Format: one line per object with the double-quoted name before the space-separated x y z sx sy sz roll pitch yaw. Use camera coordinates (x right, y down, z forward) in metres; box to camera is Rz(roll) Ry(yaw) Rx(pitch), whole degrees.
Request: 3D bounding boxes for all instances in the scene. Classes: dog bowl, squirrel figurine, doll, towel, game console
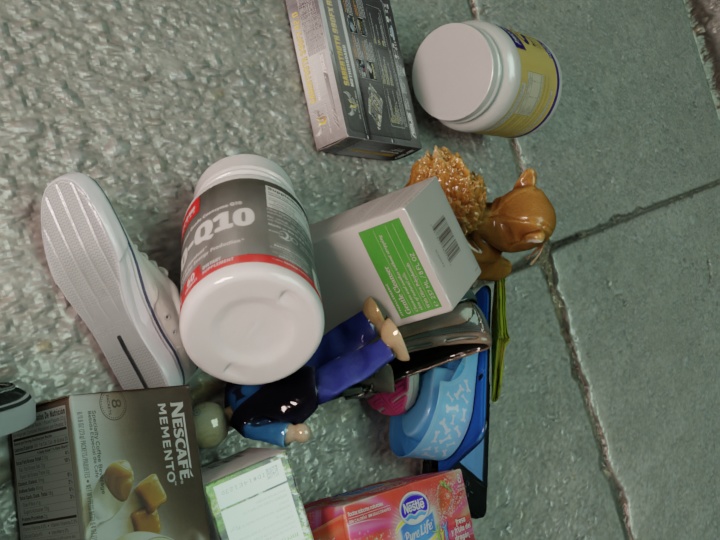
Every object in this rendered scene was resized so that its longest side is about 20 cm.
"dog bowl" 0.084 0.114 1.046 0.049 0.111 0.202 22 55 -17
"squirrel figurine" 0.124 -0.052 1.111 0.199 0.185 0.143 34 50 -44
"doll" -0.061 0.096 0.833 0.137 0.199 0.049 49 -15 54
"towel" 0.169 0.071 1.160 0.200 0.018 0.087 -73 165 -65
"game console" 0.139 0.153 1.098 0.171 0.117 0.202 43 40 -36

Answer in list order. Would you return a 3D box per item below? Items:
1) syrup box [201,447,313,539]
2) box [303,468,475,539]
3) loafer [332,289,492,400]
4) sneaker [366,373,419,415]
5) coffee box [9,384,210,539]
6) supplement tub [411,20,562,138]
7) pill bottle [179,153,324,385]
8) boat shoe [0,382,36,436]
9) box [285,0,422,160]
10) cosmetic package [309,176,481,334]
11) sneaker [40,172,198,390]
"syrup box" -0.079 0.254 0.786 0.078 0.081 0.202 -18 91 -30
"box" 0.015 0.256 0.913 0.199 0.102 0.096 0 75 -52
"loafer" 0.035 0.087 0.936 0.063 0.198 0.072 61 -3 24
"sneaker" 0.037 0.056 1.042 0.088 0.081 0.203 9 69 -50
"coffee box" -0.176 0.192 0.696 0.114 0.079 0.203 5 73 -53
"supplement tub" 0.173 -0.258 1.303 0.199 0.144 0.147 -5 80 -55
"pill bottle" -0.095 -0.010 0.812 0.114 0.113 0.201 46 17 -32
"boat shoe" -0.293 0.073 0.592 0.198 0.073 0.069 3 88 -44
"box" -0.007 -0.237 1.133 0.158 0.048 0.202 -3 79 -53
"cosmetic package" 0.000 0.000 0.913 0.108 0.199 0.085 61 35 -12
"sneaker" -0.190 0.012 0.772 0.071 0.072 0.202 -53 128 -59
